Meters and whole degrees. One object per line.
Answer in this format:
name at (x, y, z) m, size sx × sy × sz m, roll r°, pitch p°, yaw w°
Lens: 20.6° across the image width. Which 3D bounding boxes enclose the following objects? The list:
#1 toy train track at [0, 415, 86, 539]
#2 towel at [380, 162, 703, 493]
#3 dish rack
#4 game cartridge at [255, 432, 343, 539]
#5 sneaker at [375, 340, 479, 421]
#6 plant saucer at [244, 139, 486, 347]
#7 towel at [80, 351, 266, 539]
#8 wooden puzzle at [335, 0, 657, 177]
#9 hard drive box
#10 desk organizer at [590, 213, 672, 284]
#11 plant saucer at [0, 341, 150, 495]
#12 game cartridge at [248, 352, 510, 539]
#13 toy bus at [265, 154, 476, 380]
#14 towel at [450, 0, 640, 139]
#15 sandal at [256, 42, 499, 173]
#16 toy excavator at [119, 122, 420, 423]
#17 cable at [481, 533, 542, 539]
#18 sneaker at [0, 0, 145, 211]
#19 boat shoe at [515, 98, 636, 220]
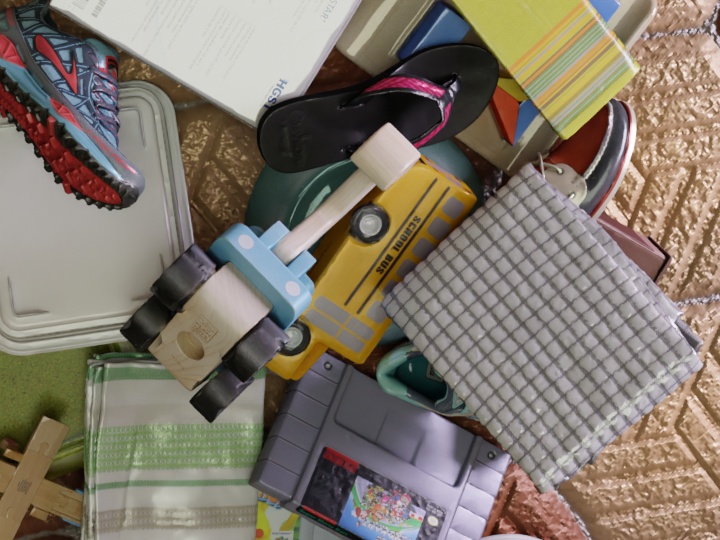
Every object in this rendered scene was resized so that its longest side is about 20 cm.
toy train track at (-0.231, 0.182, 1.572) m, size 0.200 × 0.033 × 0.115 m, roll 26°, pitch 95°, yaw -21°
towel at (0.138, 0.046, 1.481) m, size 0.166 × 0.086 × 0.200 m, roll -42°, pitch 77°, yaw -1°
dish rack at (-0.216, -0.043, 1.516) m, size 0.171 × 0.044 × 0.201 m, roll -8°, pitch 86°, yaw -5°
game cartridge at (-0.098, 0.200, 1.635) m, size 0.199 × 0.040 × 0.134 m, roll 2°, pitch 102°, yaw -13°
sneaker at (0.102, 0.096, 1.557) m, size 0.200 × 0.086 × 0.078 m, roll 5°, pitch 97°, yaw 33°
plant saucer at (0.008, -0.028, 1.589) m, size 0.199 × 0.036 × 0.201 m, roll -2°, pitch 107°, yaw -7°
towel at (-0.146, 0.164, 1.565) m, size 0.149 × 0.031 × 0.201 m, roll 0°, pitch 99°, yaw -22°
wooden puzzle at (0.108, -0.193, 1.550) m, size 0.200 × 0.046 × 0.185 m, roll 35°, pitch 99°, yaw -16°
hard drive box at (-0.111, -0.218, 1.495) m, size 0.200 × 0.077 × 0.156 m, roll 31°, pitch 100°, yaw -15°
desk organizer at (0.162, 0.048, 1.616) m, size 0.077 × 0.072 × 0.200 m, roll 29°, pitch 100°, yaw -13°
plant saucer at (-0.256, 0.078, 1.576) m, size 0.200 × 0.048 × 0.200 m, roll -21°, pitch 108°, yaw -2°
game cartridge at (0.018, 0.164, 1.614) m, size 0.200 × 0.038 × 0.130 m, roll 29°, pitch 63°, yaw -17°
toy bus at (0.000, 0.000, 1.544) m, size 0.078 × 0.065 × 0.200 m, roll 32°, pitch 99°, yaw -17°
towel at (0.125, -0.201, 1.514) m, size 0.086 × 0.018 × 0.200 m, roll -42°, pitch 105°, yaw -6°
sandal at (0.020, -0.116, 1.501) m, size 0.200 × 0.045 × 0.075 m, roll -19°, pitch 114°, yaw -17°
toy excavator at (-0.059, -0.010, 1.466) m, size 0.100 × 0.200 × 0.194 m, roll 44°, pitch 138°, yaw 0°
cable at (0.125, 0.324, 1.692) m, size 0.200 × 0.069 × 0.200 m, roll -43°, pitch 106°, yaw 5°
sneaker at (-0.210, -0.133, 1.465) m, size 0.095 × 0.079 × 0.200 m, roll -34°, pitch 67°, yaw -20°
boat shoe at (0.145, -0.054, 1.563) m, size 0.062 × 0.071 × 0.200 m, roll 27°, pitch 101°, yaw -29°
